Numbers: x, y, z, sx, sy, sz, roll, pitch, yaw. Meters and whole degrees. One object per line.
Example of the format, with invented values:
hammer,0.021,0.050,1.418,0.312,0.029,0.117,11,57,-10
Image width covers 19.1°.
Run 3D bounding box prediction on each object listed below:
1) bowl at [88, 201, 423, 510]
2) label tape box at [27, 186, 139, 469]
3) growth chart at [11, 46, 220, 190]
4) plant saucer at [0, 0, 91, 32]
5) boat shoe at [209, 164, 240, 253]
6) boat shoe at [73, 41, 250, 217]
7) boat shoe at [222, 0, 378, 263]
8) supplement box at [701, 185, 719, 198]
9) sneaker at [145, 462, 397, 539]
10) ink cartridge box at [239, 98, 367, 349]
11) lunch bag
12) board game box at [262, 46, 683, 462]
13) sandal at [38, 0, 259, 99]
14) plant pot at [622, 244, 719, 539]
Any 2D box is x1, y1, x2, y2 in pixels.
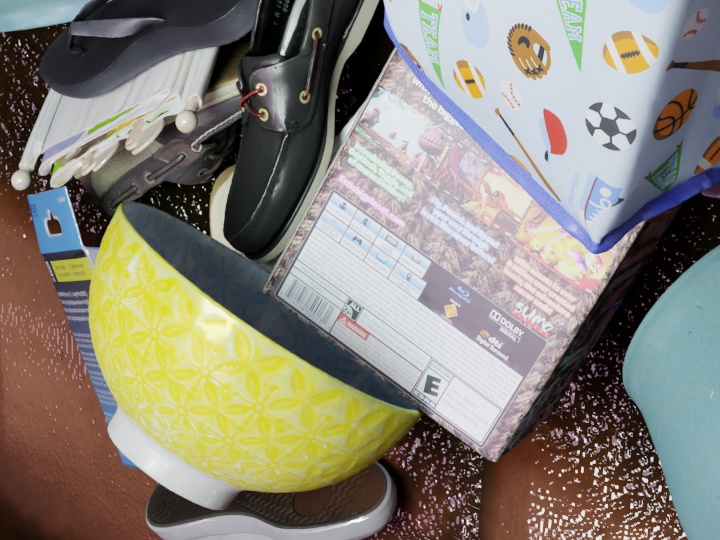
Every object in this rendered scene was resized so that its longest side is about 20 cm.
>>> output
bowl,-0.076,0.062,1.148,0.200,0.200,0.108,38,97,24
label tape box,-0.151,0.032,1.426,0.143,0.066,0.202,-3,107,70
growth chart,-0.152,-0.113,1.353,0.199,0.146,0.018,-16,134,44
plant saucer,-0.220,-0.186,1.335,0.199,0.199,0.028,-17,79,46
boat shoe,-0.047,0.031,1.357,0.066,0.071,0.203,3,107,48
boat shoe,-0.110,-0.088,1.368,0.199,0.073,0.065,-20,111,45
boat shoe,-0.045,-0.106,1.225,0.073,0.063,0.203,15,87,55
supplement box,0.230,-0.135,0.990,0.130,0.103,0.202,11,116,41
sneaker,-0.046,0.167,1.439,0.199,0.073,0.085,-7,138,37
ink cartridge box,0.000,0.000,1.264,0.116,0.067,0.200,44,110,10
lunch bag,0.094,-0.143,0.966,0.200,0.123,0.171,43,141,28
board game box,0.071,-0.032,1.136,0.159,0.097,0.201,36,112,13
sandal,-0.132,-0.161,1.323,0.199,0.077,0.043,-15,134,42
plant pot,0.233,0.083,1.042,0.188,0.199,0.201,54,138,32
